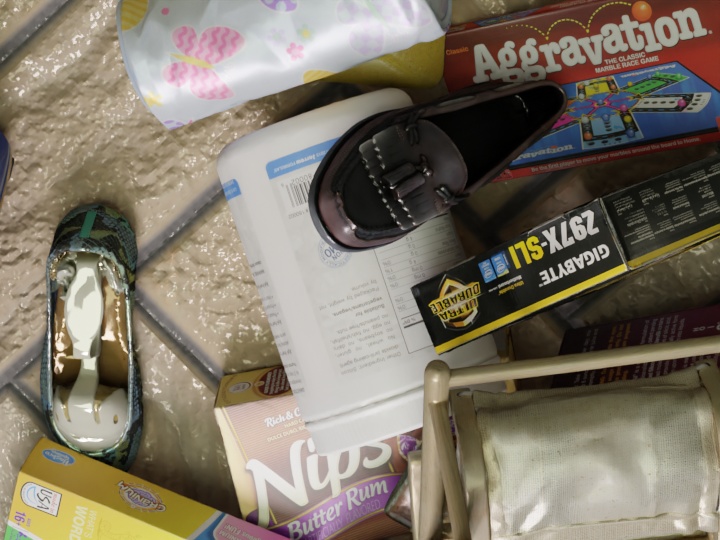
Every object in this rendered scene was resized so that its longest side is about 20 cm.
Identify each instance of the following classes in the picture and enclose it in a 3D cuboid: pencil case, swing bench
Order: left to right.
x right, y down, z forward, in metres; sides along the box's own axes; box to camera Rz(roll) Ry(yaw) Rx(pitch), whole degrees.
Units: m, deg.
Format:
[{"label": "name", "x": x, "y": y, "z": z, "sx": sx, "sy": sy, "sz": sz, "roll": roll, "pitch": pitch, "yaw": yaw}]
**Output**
[{"label": "pencil case", "x": -0.045, "y": -0.153, "z": 1.518, "sx": 0.199, "sy": 0.083, "sz": 0.091, "roll": -19, "pitch": 102, "yaw": 14}, {"label": "swing bench", "x": 0.135, "y": 0.135, "z": 1.503, "sx": 0.198, "sy": 0.200, "sz": 0.131, "roll": -6, "pitch": 67, "yaw": -6}]

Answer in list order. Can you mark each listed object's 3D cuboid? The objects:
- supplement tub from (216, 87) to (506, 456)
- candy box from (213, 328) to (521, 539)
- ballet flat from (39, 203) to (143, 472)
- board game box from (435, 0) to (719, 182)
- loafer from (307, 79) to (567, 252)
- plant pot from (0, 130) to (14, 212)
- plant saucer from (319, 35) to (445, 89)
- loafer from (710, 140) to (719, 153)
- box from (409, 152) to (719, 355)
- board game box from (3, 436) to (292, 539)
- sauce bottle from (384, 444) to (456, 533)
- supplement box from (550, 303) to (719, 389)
[{"label": "supplement tub", "x": 0.000, "y": 0.000, "z": 1.586, "sx": 0.131, "sy": 0.132, "sz": 0.201, "roll": -18, "pitch": 91, "yaw": 10}, {"label": "candy box", "x": 0.013, "y": 0.114, "z": 1.698, "sx": 0.199, "sy": 0.057, "sz": 0.117, "roll": -10, "pitch": 111, "yaw": 6}, {"label": "ballet flat", "x": -0.180, "y": 0.058, "z": 1.681, "sx": 0.074, "sy": 0.074, "sz": 0.201, "roll": 0, "pitch": 112, "yaw": 4}, {"label": "board game box", "x": 0.150, "y": -0.118, "z": 1.585, "sx": 0.199, "sy": 0.019, "sz": 0.103, "roll": -10, "pitch": 110, "yaw": 27}, {"label": "loafer", "x": 0.048, "y": -0.072, "z": 1.518, "sx": 0.063, "sy": 0.200, "sz": 0.072, "roll": -21, "pitch": 97, "yaw": 45}, {"label": "plant pot", "x": -0.320, "y": -0.011, "z": 1.598, "sx": 0.179, "sy": 0.200, "sz": 0.201, "roll": 13, "pitch": 111, "yaw": -8}, {"label": "plant saucer", "x": -0.046, "y": -0.207, "z": 1.567, "sx": 0.199, "sy": 0.048, "sz": 0.201, "roll": 5, "pitch": 112, "yaw": 7}, {"label": "loafer", "x": 0.264, "y": -0.012, "z": 1.628, "sx": 0.063, "sy": 0.072, "sz": 0.200, "roll": -29, "pitch": 110, "yaw": 19}, {"label": "box", "x": 0.149, "y": -0.017, "z": 1.530, "sx": 0.159, "sy": 0.199, "sz": 0.050, "roll": -24, "pitch": 87, "yaw": 42}, {"label": "board game box", "x": -0.143, "y": 0.214, "z": 1.719, "sx": 0.199, "sy": 0.040, "sz": 0.154, "roll": 21, "pitch": 126, "yaw": 6}, {"label": "sauce bottle", "x": 0.114, "y": 0.179, "z": 1.645, "sx": 0.199, "sy": 0.065, "sz": 0.065, "roll": 31, "pitch": 110, "yaw": -3}, {"label": "supplement box", "x": 0.231, "y": 0.088, "z": 1.625, "sx": 0.199, "sy": 0.086, "sz": 0.111, "roll": -10, "pitch": 124, "yaw": 23}]
